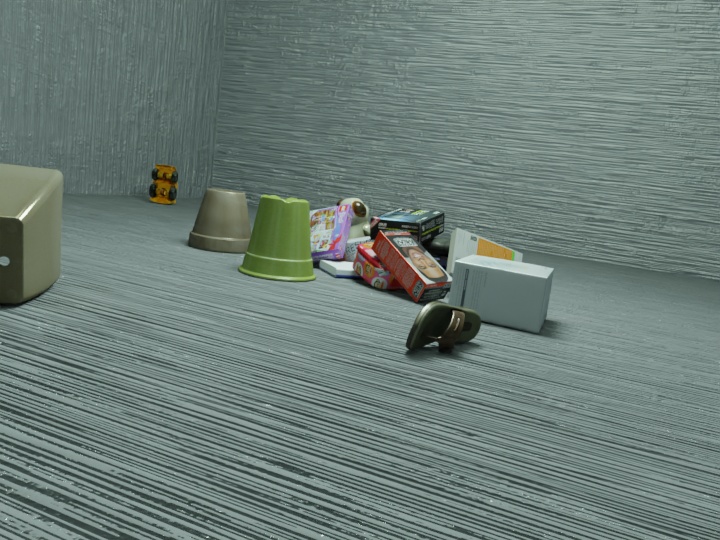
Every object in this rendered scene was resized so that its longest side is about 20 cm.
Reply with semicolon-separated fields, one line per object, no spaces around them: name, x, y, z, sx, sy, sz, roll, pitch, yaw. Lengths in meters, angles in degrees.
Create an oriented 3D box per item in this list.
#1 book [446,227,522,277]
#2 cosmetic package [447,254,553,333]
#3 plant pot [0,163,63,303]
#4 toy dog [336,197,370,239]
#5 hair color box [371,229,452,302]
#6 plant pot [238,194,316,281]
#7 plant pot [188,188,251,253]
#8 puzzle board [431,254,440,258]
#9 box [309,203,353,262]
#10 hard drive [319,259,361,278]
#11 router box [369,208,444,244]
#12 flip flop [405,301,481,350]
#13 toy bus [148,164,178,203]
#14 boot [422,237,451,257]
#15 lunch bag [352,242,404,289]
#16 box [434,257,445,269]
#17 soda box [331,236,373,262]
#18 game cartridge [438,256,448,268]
book;0.321;-0.013;1.526;0.197;0.135;0.048;22;-29;-15
cosmetic package;0.316;0.044;1.310;0.197;0.125;0.199;12;10;20
plant pot;-0.587;-0.050;0.921;0.197;0.203;0.177;4;20;-22
toy dog;-0.032;-0.128;1.857;0.192;0.204;0.139;2;9;-35
hair color box;0.123;-0.015;1.419;0.100;0.062;0.201;-5;44;-41
plant pot;-0.198;-0.087;1.476;0.196;0.193;0.200;7;7;-1
plant pot;-0.417;-0.155;1.791;0.196;0.177;0.200;8;10;-1
puzzle board;0.175;-0.042;1.787;0.197;0.018;0.151;11;-31;-6
box;-0.102;-0.108;1.725;0.135;0.039;0.202;-8;43;20
hard drive;0.000;0.000;1.639;0.197;0.026;0.132;4;9;-25
router box;0.133;-0.125;1.636;0.148;0.063;0.199;8;18;25
flip flop;0.149;0.101;0.980;0.198;0.082;0.057;7;21;-47
toy bus;-1.045;-0.458;3.187;0.133;0.204;0.192;8;1;-3
boot;0.256;-0.067;1.685;0.136;0.079;0.199;8;-5;24
lunch bag;0.094;-0.003;1.525;0.197;0.083;0.176;0;28;-34
box;0.197;-0.008;1.737;0.196;0.065;0.070;7;8;0
soda box;0.008;-0.062;1.720;0.197;0.065;0.068;-8;12;24
game cartridge;0.329;0.003;1.650;0.198;0.039;0.129;15;3;-39
